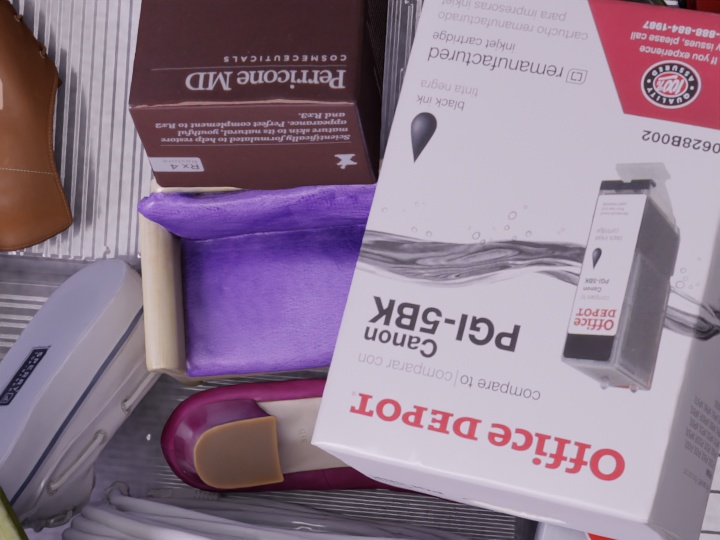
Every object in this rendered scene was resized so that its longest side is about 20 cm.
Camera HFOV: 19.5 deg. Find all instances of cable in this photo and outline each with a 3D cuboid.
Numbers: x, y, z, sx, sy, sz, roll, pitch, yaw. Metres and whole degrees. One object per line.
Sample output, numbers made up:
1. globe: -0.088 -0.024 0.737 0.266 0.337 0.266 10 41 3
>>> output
1. cable: -0.036 0.142 0.920 0.199 0.200 0.070 8 87 7

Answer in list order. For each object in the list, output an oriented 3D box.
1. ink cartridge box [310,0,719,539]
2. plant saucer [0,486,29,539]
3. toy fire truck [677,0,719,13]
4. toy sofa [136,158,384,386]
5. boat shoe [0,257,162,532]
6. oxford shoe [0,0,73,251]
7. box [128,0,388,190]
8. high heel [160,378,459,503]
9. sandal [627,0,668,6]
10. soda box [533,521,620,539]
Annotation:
1. ink cartridge box: 0.080 -0.003 0.838 0.146 0.083 0.201 10 81 22
2. plant saucer: -0.194 0.169 0.880 0.199 0.048 0.201 -13 117 18
3. toy fire truck: 0.170 -0.112 0.911 0.049 0.141 0.201 -5 92 3
4. toy sofa: 0.000 0.000 0.954 0.199 0.098 0.083 -5 79 6
5. boat shoe: -0.148 0.086 0.956 0.200 0.073 0.065 -52 123 -24
6. oxford shoe: -0.183 -0.106 1.003 0.071 0.071 0.201 -13 91 -21
7. box: -0.039 -0.139 0.927 0.100 0.075 0.201 -1 64 8
8. high heel: 0.006 0.078 0.999 0.199 0.096 0.068 -9 95 -14
9. sandal: 0.092 -0.127 0.957 0.080 0.057 0.201 -44 68 26
10. soda box: 0.112 0.098 0.908 0.063 0.068 0.200 15 53 4
